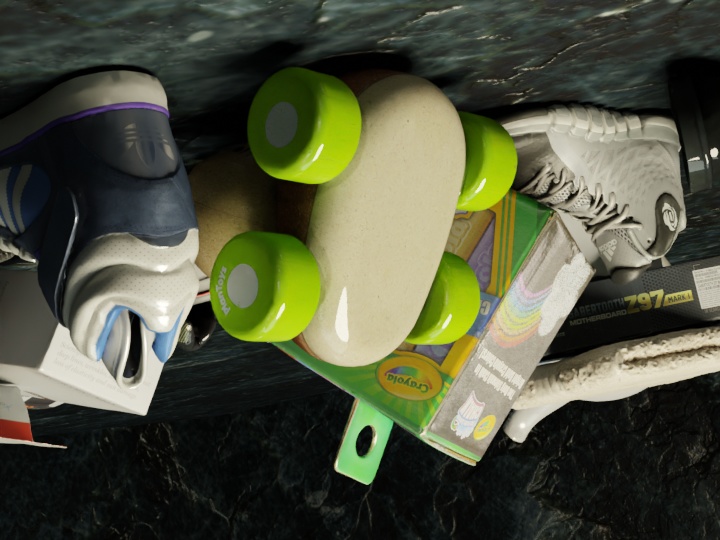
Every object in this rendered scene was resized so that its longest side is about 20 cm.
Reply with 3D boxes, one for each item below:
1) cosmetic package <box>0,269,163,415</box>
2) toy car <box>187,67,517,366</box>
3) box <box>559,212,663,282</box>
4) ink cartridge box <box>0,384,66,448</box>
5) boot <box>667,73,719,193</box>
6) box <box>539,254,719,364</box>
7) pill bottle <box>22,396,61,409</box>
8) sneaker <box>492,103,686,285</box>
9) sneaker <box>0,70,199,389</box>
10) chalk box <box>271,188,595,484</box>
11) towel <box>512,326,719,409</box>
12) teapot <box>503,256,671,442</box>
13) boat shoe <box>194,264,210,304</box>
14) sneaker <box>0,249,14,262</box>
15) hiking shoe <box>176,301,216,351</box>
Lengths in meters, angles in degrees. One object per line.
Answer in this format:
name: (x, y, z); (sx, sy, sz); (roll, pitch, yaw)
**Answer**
cosmetic package: (-0.240, 0.048, 0.940); (0.200, 0.074, 0.102); (4, 160, 43)
toy car: (-0.046, -0.046, 0.735); (0.200, 0.158, 0.164); (21, -170, 40)
box: (0.124, -0.022, 1.066); (0.124, 0.098, 0.200); (-4, 170, -37)
ink cartridge box: (-0.298, 0.084, 0.863); (0.162, 0.057, 0.200); (14, 163, -32)
boot: (0.284, -0.099, 0.828); (0.162, 0.074, 0.198); (-10, 179, 18)
box: (0.189, 0.037, 1.027); (0.200, 0.051, 0.158); (-11, 172, -5)
pill bottle: (-0.301, 0.070, 1.157); (0.106, 0.106, 0.200); (-11, 171, 8)
sneaker: (0.152, -0.046, 0.873); (0.200, 0.116, 0.075); (-5, 170, -33)
sneaker: (-0.151, -0.006, 0.681); (0.080, 0.147, 0.200); (-3, 169, -38)
chalk box: (0.037, 0.039, 0.831); (0.124, 0.200, 0.124); (31, 176, 26)
towel: (0.214, 0.069, 0.984); (0.200, 0.035, 0.132); (-5, 167, -36)
teapot: (0.217, 0.049, 1.300); (0.200, 0.198, 0.146); (-6, 153, -28)
boat shoe: (-0.055, -0.024, 0.856); (0.201, 0.063, 0.074); (-15, -154, -28)
sneaker: (-0.274, -0.014, 0.770); (0.104, 0.060, 0.200); (-14, 178, 6)
hiking shoe: (-0.153, 0.013, 0.963); (0.200, 0.101, 0.076); (-14, 171, 28)
